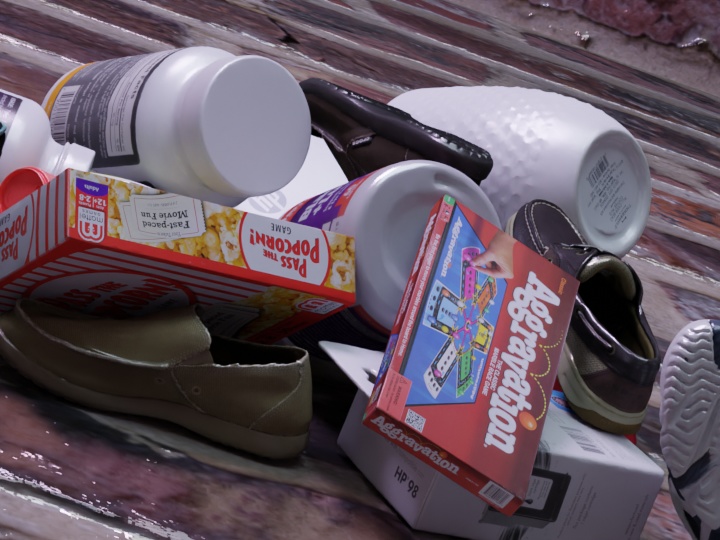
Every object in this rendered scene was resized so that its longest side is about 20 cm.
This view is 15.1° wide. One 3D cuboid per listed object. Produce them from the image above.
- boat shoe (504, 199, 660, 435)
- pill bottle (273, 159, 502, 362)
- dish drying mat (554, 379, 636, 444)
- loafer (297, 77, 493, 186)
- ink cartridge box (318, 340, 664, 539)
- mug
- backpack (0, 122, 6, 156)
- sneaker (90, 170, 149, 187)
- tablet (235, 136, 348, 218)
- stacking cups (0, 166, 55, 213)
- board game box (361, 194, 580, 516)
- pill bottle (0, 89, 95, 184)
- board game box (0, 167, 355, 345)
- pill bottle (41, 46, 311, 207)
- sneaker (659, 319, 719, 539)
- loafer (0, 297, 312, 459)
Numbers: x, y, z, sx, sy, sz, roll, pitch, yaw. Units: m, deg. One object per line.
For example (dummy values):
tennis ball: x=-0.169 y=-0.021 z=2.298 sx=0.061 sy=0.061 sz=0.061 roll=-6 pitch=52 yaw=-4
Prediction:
boat shoe: x=0.148 y=0.017 z=1.721 sx=0.073 sy=0.065 sz=0.200 roll=15 pitch=35 yaw=-32
pill bottle: x=0.000 y=0.000 z=1.747 sx=0.111 sy=0.112 sz=0.200 roll=15 pitch=-15 yaw=-24
dish drying mat: x=0.129 y=0.091 z=1.812 sx=0.018 sy=0.077 sz=0.200 roll=-11 pitch=-4 yaw=31
loafer: x=0.008 y=-0.077 z=1.834 sx=0.073 sy=0.072 sz=0.200 roll=18 pitch=7 yaw=-35
ink cartridge box: x=0.067 y=0.110 z=1.633 sx=0.199 sy=0.067 sz=0.116 roll=13 pitch=17 yaw=-30
mug: x=0.093 y=-0.043 z=1.883 sx=0.175 sy=0.148 sz=0.200 roll=2 pitch=30 yaw=42
backpack: x=-0.304 y=-0.065 z=1.577 sx=0.175 sy=0.154 sz=0.200 roll=9 pitch=19 yaw=-19
sneaker: x=-0.192 y=-0.044 z=1.848 sx=0.199 sy=0.074 sz=0.081 roll=22 pitch=10 yaw=0
tablet: x=-0.049 y=-0.038 z=1.937 sx=0.130 sy=0.014 sz=0.200 roll=25 pitch=45 yaw=11
stacking cups: x=-0.160 y=-0.019 z=1.715 sx=0.060 sy=0.061 sz=0.200 roll=30 pitch=2 yaw=36
board game box: x=0.068 y=0.046 z=1.589 sx=0.103 sy=0.019 sz=0.200 roll=33 pitch=39 yaw=-12
pill bottle: x=-0.276 y=-0.073 z=1.743 sx=0.199 sy=0.113 sz=0.112 roll=20 pitch=13 yaw=-5
board game box: x=-0.126 y=0.002 z=1.628 sx=0.199 sy=0.047 sz=0.151 roll=13 pitch=-25 yaw=-33
pill bottle: x=-0.130 y=-0.095 z=1.891 sx=0.116 sy=0.117 sz=0.200 roll=10 pitch=-7 yaw=-39
sneaker: x=0.216 y=0.107 z=1.644 sx=0.200 sy=0.079 sz=0.130 roll=64 pitch=-2 yaw=-21
loafer: x=-0.117 y=0.049 z=1.594 sx=0.199 sy=0.068 sz=0.076 roll=18 pitch=14 yaw=-13
